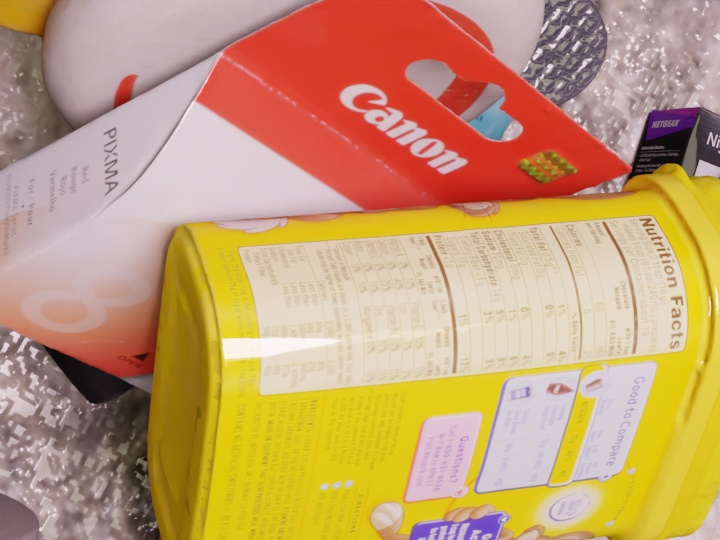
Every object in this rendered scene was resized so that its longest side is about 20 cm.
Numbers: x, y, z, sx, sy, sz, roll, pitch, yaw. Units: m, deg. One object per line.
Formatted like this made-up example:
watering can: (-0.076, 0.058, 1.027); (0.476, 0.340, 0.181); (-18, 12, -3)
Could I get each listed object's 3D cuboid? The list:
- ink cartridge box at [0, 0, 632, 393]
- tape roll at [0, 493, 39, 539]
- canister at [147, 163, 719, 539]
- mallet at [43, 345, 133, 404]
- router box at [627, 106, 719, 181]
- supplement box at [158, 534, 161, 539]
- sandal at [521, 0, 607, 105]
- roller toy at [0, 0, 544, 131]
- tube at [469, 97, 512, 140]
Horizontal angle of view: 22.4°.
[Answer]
ink cartridge box: (-0.023, -0.013, 0.652); (0.162, 0.199, 0.050); (31, 47, -46)
tape roll: (-0.216, 0.110, 0.638); (0.199, 0.200, 0.066); (6, 93, -18)
canister: (0.031, 0.041, 0.649); (0.199, 0.087, 0.149); (-5, 133, -18)
mallet: (-0.049, -0.016, 0.772); (0.200, 0.041, 0.066); (-30, 105, -18)
router box: (0.206, 0.028, 0.846); (0.199, 0.051, 0.150); (21, 86, -18)
supplement box: (0.010, 0.150, 0.782); (0.199, 0.067, 0.069); (15, 98, -19)
sandal: (0.034, -0.158, 0.787); (0.076, 0.043, 0.201); (-31, 107, -4)
roller toy: (-0.030, -0.116, 0.660); (0.182, 0.200, 0.140); (-16, 68, 17)
tube: (0.000, 0.000, 0.771); (0.077, 0.050, 0.201); (24, 91, -32)
